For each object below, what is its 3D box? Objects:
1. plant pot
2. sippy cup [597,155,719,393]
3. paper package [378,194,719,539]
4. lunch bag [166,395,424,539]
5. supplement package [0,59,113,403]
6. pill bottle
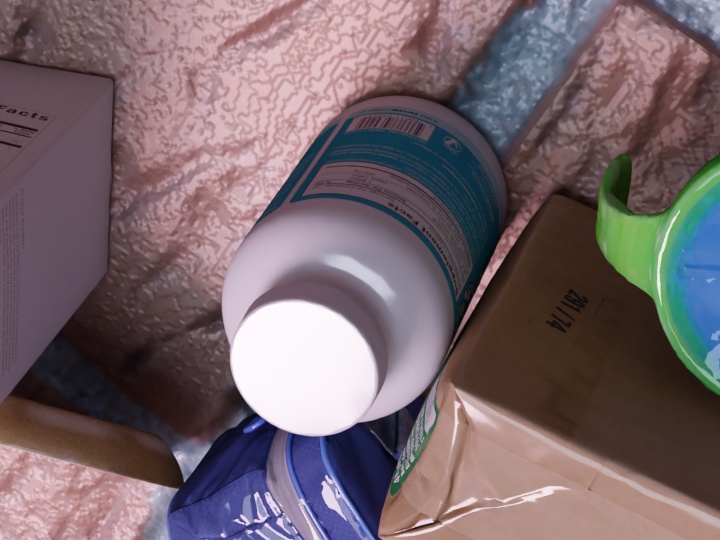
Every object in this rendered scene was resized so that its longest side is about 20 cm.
[{"bbox_3d":[-0.188,0.081,1.137,0.199,0.200,0.028,15,84,9],"label":"plant pot"},{"bbox_3d":[0.210,-0.019,0.972,0.178,0.130,0.140,41,118,-5],"label":"sippy cup"},{"bbox_3d":[0.130,0.078,1.012,0.190,0.200,0.104,26,125,4],"label":"paper package"},{"bbox_3d":[0.002,0.142,1.122,0.132,0.136,0.200,-27,105,26],"label":"lunch bag"},{"bbox_3d":[-0.215,-0.018,1.069,0.119,0.200,0.122,11,118,11],"label":"supplement package"},{"bbox_3d":[0.000,0.000,1.013,0.110,0.200,0.111,7,118,14],"label":"pill bottle"}]
